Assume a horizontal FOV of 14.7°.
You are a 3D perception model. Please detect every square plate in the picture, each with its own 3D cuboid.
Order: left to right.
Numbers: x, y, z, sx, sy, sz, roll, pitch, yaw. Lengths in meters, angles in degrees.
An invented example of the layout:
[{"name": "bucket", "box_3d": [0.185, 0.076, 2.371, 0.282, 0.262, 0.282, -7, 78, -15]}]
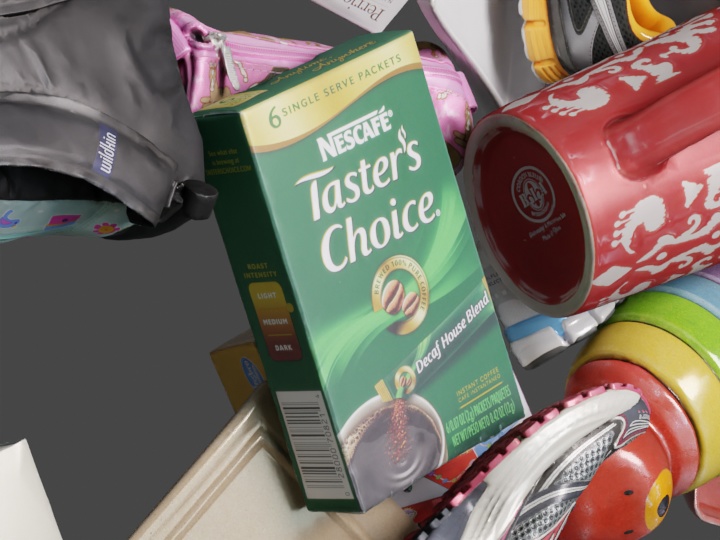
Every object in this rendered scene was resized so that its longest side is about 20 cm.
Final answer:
[{"name": "square plate", "box_3d": [0.069, -0.185, 1.475, 0.200, 0.028, 0.199, 51, 44, -62]}]

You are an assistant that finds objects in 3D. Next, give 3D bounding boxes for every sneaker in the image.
[{"name": "sneaker", "box_3d": [0.069, 0.129, 1.315, 0.075, 0.081, 0.200, 46, 68, -2]}, {"name": "sneaker", "box_3d": [0.120, -0.036, 1.495, 0.087, 0.075, 0.200, 54, 40, -10]}, {"name": "sneaker", "box_3d": [0.121, -0.196, 1.469, 0.078, 0.077, 0.201, -56, 142, -56]}]

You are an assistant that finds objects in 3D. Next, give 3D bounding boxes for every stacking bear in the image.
[{"name": "stacking bear", "box_3d": [0.156, 0.071, 1.445, 0.200, 0.113, 0.122, -38, 144, -39]}]

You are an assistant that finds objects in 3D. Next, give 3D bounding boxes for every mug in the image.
[{"name": "mug", "box_3d": [0.163, -0.076, 1.400, 0.199, 0.178, 0.134, -22, 51, -27]}]

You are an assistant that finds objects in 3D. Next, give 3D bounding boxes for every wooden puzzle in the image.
[{"name": "wooden puzzle", "box_3d": [-0.043, 0.182, 1.320, 0.185, 0.037, 0.200, 47, 65, -15]}]

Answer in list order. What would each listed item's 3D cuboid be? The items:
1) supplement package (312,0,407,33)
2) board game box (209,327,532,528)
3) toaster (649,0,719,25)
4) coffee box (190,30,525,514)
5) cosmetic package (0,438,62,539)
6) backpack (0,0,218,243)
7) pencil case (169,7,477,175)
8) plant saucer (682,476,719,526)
[{"name": "supplement package", "box_3d": [-0.019, -0.258, 1.325, 0.191, 0.200, 0.147, 23, 30, -34]}, {"name": "board game box", "box_3d": [0.025, 0.100, 1.416, 0.153, 0.040, 0.201, -29, 99, -40]}, {"name": "toaster", "box_3d": [0.226, -0.202, 1.557, 0.181, 0.118, 0.201, -43, 107, -36]}, {"name": "coffee box", "box_3d": [0.000, 0.000, 1.313, 0.123, 0.044, 0.201, -26, 105, -40]}, {"name": "cosmetic package", "box_3d": [-0.166, 0.184, 1.195, 0.087, 0.103, 0.201, -22, 93, -39]}, {"name": "backpack", "box_3d": [-0.179, -0.076, 1.229, 0.199, 0.126, 0.168, -7, 73, -40]}, {"name": "pencil case", "box_3d": [-0.036, -0.081, 1.372, 0.199, 0.086, 0.083, 4, 97, -42]}, {"name": "plant saucer", "box_3d": [0.256, 0.068, 1.620, 0.199, 0.037, 0.201, 19, 68, -37]}]
